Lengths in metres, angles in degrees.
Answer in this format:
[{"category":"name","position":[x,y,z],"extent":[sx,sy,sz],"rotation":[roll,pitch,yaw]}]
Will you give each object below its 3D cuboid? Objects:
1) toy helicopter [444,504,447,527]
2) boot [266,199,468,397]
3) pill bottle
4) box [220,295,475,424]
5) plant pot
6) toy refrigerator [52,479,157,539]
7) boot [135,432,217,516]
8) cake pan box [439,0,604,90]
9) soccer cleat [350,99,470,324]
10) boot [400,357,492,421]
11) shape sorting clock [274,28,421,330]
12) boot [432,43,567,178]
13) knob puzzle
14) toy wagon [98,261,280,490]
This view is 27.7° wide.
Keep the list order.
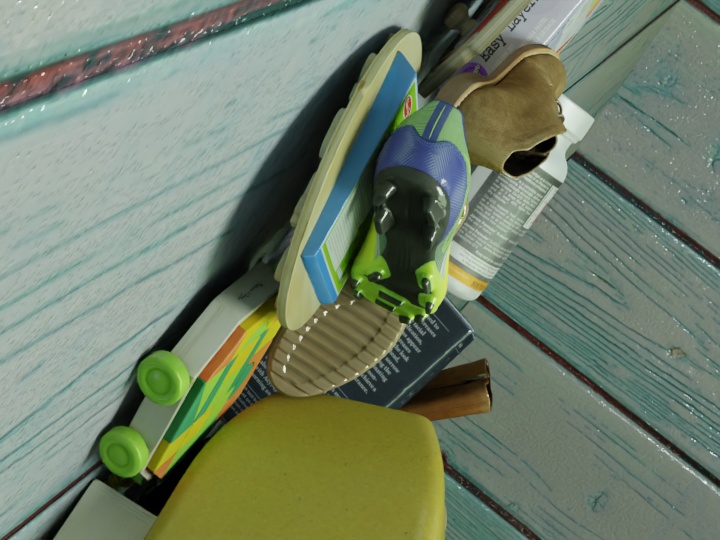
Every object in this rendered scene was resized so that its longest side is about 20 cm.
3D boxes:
[{"category":"toy helicopter","position":[-0.019,0.238,1.230],"extent":[0.198,0.133,0.079],"rotation":[-25,146,9]},{"category":"boot","position":[0.000,0.000,1.084],"extent":[0.200,0.072,0.166],"rotation":[-47,-166,1]},{"category":"pill bottle","position":[0.115,-0.083,1.320],"extent":[0.201,0.116,0.116],"rotation":[-53,172,9]},{"category":"box","position":[-0.011,0.080,1.207],"extent":[0.200,0.107,0.148],"rotation":[-42,172,0]},{"category":"plant pot","position":[-0.028,0.199,1.015],"extent":[0.197,0.192,0.201],"rotation":[85,21,-50]},{"category":"toy refrigerator","position":[-0.188,0.221,1.053],"extent":[0.076,0.070,0.200],"rotation":[-57,175,-24]},{"category":"boot","position":[-0.123,0.181,1.218],"extent":[0.200,0.069,0.175],"rotation":[-40,167,-32]},{"category":"cake pan box","position":[0.137,-0.192,1.163],"extent":[0.200,0.052,0.184],"rotation":[-49,173,1]},{"category":"soccer cleat","position":[0.036,-0.032,0.916],"extent":[0.201,0.064,0.084],"rotation":[100,14,-64]},{"category":"boot","position":[0.022,0.109,1.362],"extent":[0.198,0.069,0.188],"rotation":[-18,-171,3]},{"category":"shape sorting clock","position":[-0.008,-0.057,0.915],"extent":[0.201,0.039,0.200],"rotation":[-60,170,-17]},{"category":"boot","position":[0.113,-0.105,1.018],"extent":[0.200,0.075,0.074],"rotation":[-34,152,-58]},{"category":"knob puzzle","position":[0.118,-0.217,0.962],"extent":[0.220,0.030,0.220],"rotation":[-48,-172,8]},{"category":"toy wagon","position":[-0.112,0.082,0.970],"extent":[0.201,0.039,0.155],"rotation":[-59,170,33]}]
